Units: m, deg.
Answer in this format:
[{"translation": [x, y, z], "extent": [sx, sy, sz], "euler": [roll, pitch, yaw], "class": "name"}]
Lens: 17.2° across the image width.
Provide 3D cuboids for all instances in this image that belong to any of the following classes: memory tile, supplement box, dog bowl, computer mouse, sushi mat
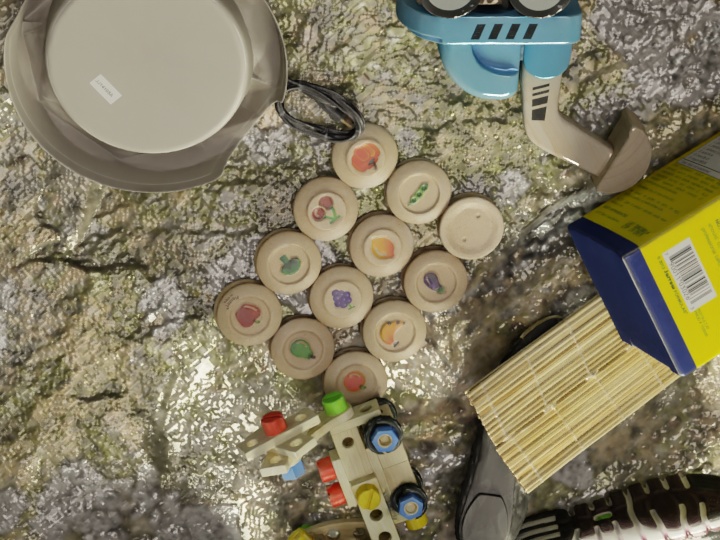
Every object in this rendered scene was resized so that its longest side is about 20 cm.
[{"translation": [0.000, 0.000, 1.794], "extent": [0.153, 0.017, 0.200], "euler": [34, 100, -17], "class": "memory tile"}, {"translation": [0.275, -0.028, 1.761], "extent": [0.200, 0.109, 0.110], "euler": [-31, 110, -8], "class": "supplement box"}, {"translation": [-0.148, -0.154, 1.678], "extent": [0.199, 0.059, 0.201], "euler": [1, 121, 2], "class": "dog bowl"}, {"translation": [-0.073, -0.163, 1.723], "extent": [0.059, 0.034, 0.200], "euler": [-39, 112, 21], "class": "computer mouse"}, {"translation": [0.176, 0.076, 1.812], "extent": [0.200, 0.012, 0.096], "euler": [-35, 109, -16], "class": "sushi mat"}]

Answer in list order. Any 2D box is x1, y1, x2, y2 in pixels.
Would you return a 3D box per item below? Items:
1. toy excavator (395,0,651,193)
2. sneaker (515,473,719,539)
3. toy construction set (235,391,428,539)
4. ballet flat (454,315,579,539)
[{"translation": [0.120, -0.154, 1.733], "extent": [0.194, 0.100, 0.200], "euler": [0, 120, -6], "class": "toy excavator"}, {"translation": [0.220, 0.234, 1.877], "extent": [0.199, 0.076, 0.116], "euler": [-12, 114, 7], "class": "sneaker"}, {"translation": [-0.020, 0.168, 1.803], "extent": [0.131, 0.092, 0.200], "euler": [-20, 127, 1], "class": "toy construction set"}, {"translation": [0.117, 0.127, 1.841], "extent": [0.066, 0.057, 0.200], "euler": [20, 97, -3], "class": "ballet flat"}]
